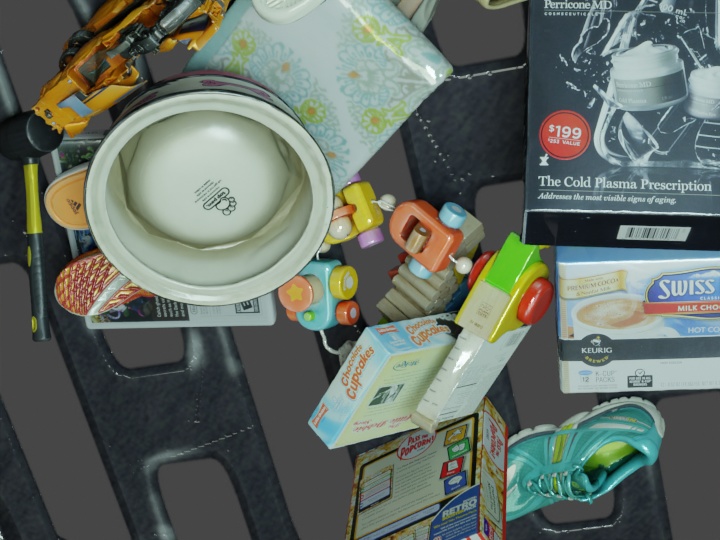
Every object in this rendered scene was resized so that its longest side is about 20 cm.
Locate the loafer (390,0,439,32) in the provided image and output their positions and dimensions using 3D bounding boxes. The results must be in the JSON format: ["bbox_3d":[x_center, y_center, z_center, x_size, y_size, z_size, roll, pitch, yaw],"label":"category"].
[{"bbox_3d":[0.050,-0.254,1.298,0.063,0.072,0.200,28,123,-2],"label":"loafer"}]

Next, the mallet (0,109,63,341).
[{"bbox_3d":[-0.289,-0.040,1.422,0.041,0.066,0.201,-3,96,-38],"label":"mallet"}]

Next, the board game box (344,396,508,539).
[{"bbox_3d":[0.060,0.217,1.498,0.151,0.200,0.046,-27,115,21],"label":"board game box"}]

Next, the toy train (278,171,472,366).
[{"bbox_3d":[0.000,0.000,1.417,0.150,0.056,0.200,46,120,20],"label":"toy train"}]

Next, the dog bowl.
[{"bbox_3d":[-0.122,-0.073,1.321,0.199,0.074,0.201,-3,124,-4],"label":"dog bowl"}]

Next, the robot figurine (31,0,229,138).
[{"bbox_3d":[-0.177,-0.194,1.321,0.200,0.145,0.058,-29,120,31],"label":"robot figurine"}]

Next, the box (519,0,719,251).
[{"bbox_3d":[0.227,-0.117,1.282,0.199,0.183,0.104,1,166,5],"label":"box"}]

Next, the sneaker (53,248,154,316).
[{"bbox_3d":[-0.174,-0.012,1.446,0.199,0.077,0.073,-11,99,-4],"label":"sneaker"}]

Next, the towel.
[{"bbox_3d":[-0.041,-0.164,1.341,0.171,0.048,0.200,43,130,-4],"label":"towel"}]

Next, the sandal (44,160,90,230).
[{"bbox_3d":[-0.190,-0.068,1.401,0.206,0.059,0.079,-21,117,25],"label":"sandal"}]

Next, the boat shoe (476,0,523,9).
[{"bbox_3d":[0.171,-0.245,1.248,0.199,0.076,0.072,-24,142,-6],"label":"boat shoe"}]

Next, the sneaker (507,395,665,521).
[{"bbox_3d":[0.194,0.185,1.534,0.200,0.080,0.078,-31,113,23],"label":"sneaker"}]

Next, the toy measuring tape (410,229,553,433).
[{"bbox_3d":[0.109,0.048,1.379,0.073,0.074,0.201,28,93,-11],"label":"toy measuring tape"}]

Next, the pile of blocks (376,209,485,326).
[{"bbox_3d":[0.052,0.026,1.476,0.062,0.082,0.201,41,115,32],"label":"pile of blocks"}]

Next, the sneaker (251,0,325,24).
[{"bbox_3d":[-0.008,-0.257,1.245,0.075,0.200,0.085,32,168,21],"label":"sneaker"}]

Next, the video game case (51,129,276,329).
[{"bbox_3d":[-0.176,-0.037,1.477,0.181,0.023,0.201,-1,121,7],"label":"video game case"}]

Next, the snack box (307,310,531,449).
[{"bbox_3d":[0.055,0.091,1.441,0.037,0.200,0.116,48,124,27],"label":"snack box"}]

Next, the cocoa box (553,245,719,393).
[{"bbox_3d":[0.265,0.013,1.391,0.199,0.134,0.132,-2,120,8],"label":"cocoa box"}]
